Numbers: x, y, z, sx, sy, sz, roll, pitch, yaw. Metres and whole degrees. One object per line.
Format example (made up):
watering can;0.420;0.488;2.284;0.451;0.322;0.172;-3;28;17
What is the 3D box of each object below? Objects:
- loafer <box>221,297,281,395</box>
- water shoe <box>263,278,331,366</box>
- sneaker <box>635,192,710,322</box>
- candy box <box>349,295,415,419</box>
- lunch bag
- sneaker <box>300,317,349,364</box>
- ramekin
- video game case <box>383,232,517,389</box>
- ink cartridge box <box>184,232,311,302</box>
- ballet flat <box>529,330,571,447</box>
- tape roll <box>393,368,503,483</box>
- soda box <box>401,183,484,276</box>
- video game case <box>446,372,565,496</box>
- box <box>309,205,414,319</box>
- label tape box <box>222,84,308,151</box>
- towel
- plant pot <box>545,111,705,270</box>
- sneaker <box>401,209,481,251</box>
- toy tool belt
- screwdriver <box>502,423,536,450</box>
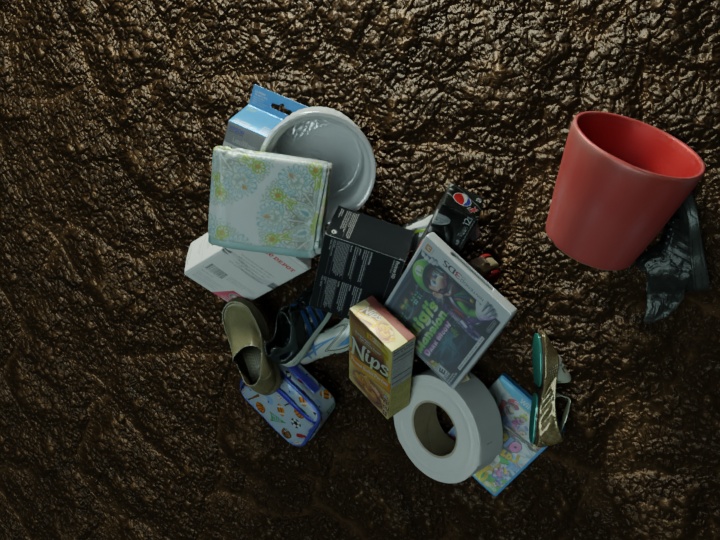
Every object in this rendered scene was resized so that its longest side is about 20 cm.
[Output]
loafer;-0.209;0.138;1.426;0.076;0.067;0.200;-32;72;11
water shoe;-0.108;0.083;1.411;0.071;0.079;0.200;17;78;45
sneaker;0.468;-0.025;1.155;0.104;0.060;0.200;-10;103;23
candy box;0.034;0.152;1.305;0.115;0.055;0.200;43;150;32
lunch bag;-0.150;0.240;1.499;0.200;0.076;0.160;41;136;11
sneaker;-0.047;0.137;1.445;0.200;0.072;0.073;-34;82;30
ramekin;-0.075;-0.187;1.317;0.200;0.098;0.201;-1;114;-2
video game case;0.132;0.068;1.215;0.182;0.023;0.200;44;133;18
ink cartridge box;-0.210;-0.029;1.434;0.200;0.085;0.146;-26;134;30
ballet flat;0.324;0.201;1.288;0.065;0.071;0.201;1;98;1
tape roll;0.153;0.272;1.350;0.202;0.071;0.203;16;112;43
soda box;0.129;-0.040;1.242;0.063;0.071;0.200;25;129;0
video game case;0.252;0.300;1.375;0.143;0.018;0.200;42;117;11
box;0.000;0.000;1.318;0.141;0.079;0.200;21;139;4
label tape box;-0.181;-0.226;1.414;0.144;0.063;0.200;25;114;17
towel;-0.152;-0.113;1.272;0.199;0.048;0.172;7;112;-5
plant pot;0.370;-0.111;1.114;0.200;0.200;0.178;29;125;16
sneaker;0.118;-0.053;1.314;0.200;0.074;0.081;-24;97;31
toy tool belt;0.193;0.085;1.277;0.123;0.125;0.200;49;114;29
screwdriver;0.229;0.252;1.337;0.200;0.028;0.029;32;138;36
